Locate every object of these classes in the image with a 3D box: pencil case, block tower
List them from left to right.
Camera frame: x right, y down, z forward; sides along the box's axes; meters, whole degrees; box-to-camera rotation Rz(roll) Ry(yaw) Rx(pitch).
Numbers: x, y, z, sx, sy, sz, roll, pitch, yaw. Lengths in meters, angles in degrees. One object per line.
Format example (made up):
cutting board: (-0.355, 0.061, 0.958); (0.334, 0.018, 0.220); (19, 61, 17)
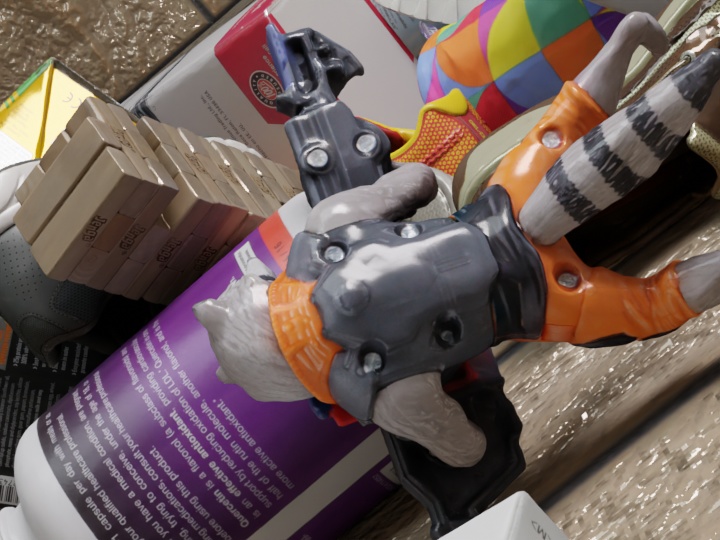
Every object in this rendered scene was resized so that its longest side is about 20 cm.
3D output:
block tower: (-0.052, -0.014, 0.846); (0.058, 0.199, 0.054); (-49, 53, 17)
pencil case: (0.113, -0.123, 1.014); (0.199, 0.089, 0.089); (-27, 19, 44)

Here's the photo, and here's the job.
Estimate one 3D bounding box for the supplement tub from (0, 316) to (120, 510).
supplement tub: (-0.184, 0.072, 0.922); (0.123, 0.198, 0.124); (-171, 90, -84)

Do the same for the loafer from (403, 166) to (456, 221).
loafer: (0.000, 0.000, 0.977); (0.062, 0.073, 0.199); (3, -20, -40)

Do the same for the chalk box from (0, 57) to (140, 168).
chalk box: (-0.154, 0.009, 1.099); (0.124, 0.124, 0.200); (-49, -16, -23)

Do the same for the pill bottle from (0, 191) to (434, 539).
pill bottle: (-0.055, 0.070, 0.793); (0.200, 0.113, 0.112); (-40, 13, 4)

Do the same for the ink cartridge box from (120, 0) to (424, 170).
ink cartridge box: (-0.054, -0.064, 1.157); (0.199, 0.145, 0.084); (-29, 15, 41)

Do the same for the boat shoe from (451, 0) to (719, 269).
boat shoe: (0.133, -0.056, 0.795); (0.202, 0.075, 0.075); (-38, 37, 11)

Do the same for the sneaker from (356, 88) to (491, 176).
sneaker: (-0.001, -0.036, 1.050); (0.199, 0.078, 0.073); (-28, 2, 40)

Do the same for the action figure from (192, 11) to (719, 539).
action figure: (0.028, -0.024, 0.687); (0.192, 0.201, 0.105); (-28, -17, 0)

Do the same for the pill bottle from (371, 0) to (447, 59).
pill bottle: (0.089, -0.197, 1.239); (0.200, 0.109, 0.109); (-32, 15, 49)

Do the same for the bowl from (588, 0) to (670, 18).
bowl: (0.149, -0.200, 0.906); (0.200, 0.198, 0.075); (-49, -29, -33)

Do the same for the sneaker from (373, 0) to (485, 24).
sneaker: (0.100, -0.171, 1.116); (0.198, 0.077, 0.080); (-6, -4, 13)

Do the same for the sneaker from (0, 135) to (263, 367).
sneaker: (-0.098, -0.003, 0.906); (0.074, 0.085, 0.199); (-39, -17, 36)

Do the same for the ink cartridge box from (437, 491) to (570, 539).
ink cartridge box: (-0.032, 0.164, 0.571); (0.199, 0.044, 0.174); (-34, 15, 28)
